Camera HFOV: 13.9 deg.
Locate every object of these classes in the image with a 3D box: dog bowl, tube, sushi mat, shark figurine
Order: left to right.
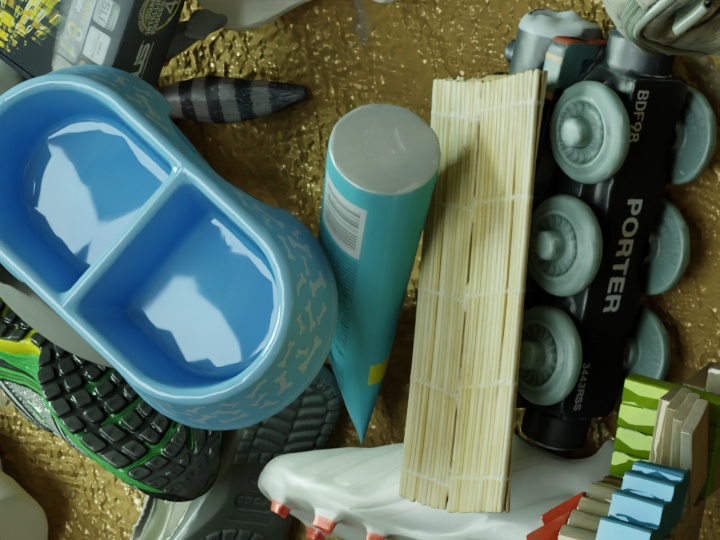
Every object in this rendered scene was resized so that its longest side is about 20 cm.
[{"bbox_3d":[-0.147,0.003,1.438,0.214,0.089,0.128,42,98,17],"label":"shark figurine"},{"bbox_3d":[-0.103,-0.013,1.361,0.200,0.050,0.111,43,95,12],"label":"dog bowl"},{"bbox_3d":[0.000,0.000,1.398,0.200,0.050,0.077,102,160,-56],"label":"tube"},{"bbox_3d":[0.050,0.010,1.336,0.096,0.012,0.200,5,90,61],"label":"sushi mat"}]

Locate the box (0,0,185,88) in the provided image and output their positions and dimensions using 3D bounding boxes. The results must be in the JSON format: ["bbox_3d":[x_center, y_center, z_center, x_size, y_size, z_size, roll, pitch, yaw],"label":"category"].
[{"bbox_3d":[-0.141,-0.195,1.419,0.161,0.049,0.200,35,119,25],"label":"box"}]

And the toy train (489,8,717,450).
[{"bbox_3d":[0.091,-0.021,1.356,0.114,0.085,0.200,26,111,45],"label":"toy train"}]

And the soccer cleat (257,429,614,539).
[{"bbox_3d":[0.041,0.105,1.418,0.200,0.069,0.078,7,68,35],"label":"soccer cleat"}]

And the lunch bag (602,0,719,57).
[{"bbox_3d":[0.136,-0.191,1.238,0.139,0.168,0.200,-37,71,36],"label":"lunch bag"}]

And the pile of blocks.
[{"bbox_3d":[0.112,0.097,1.278,0.062,0.200,0.082,14,131,20],"label":"pile of blocks"}]

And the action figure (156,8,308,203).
[{"bbox_3d":[-0.119,-0.055,1.539,0.193,0.105,0.200,5,124,46],"label":"action figure"}]

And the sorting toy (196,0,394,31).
[{"bbox_3d":[-0.042,-0.211,1.438,0.200,0.107,0.180,-6,99,40],"label":"sorting toy"}]

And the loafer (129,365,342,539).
[{"bbox_3d":[-0.075,0.118,1.523,0.200,0.075,0.070,-59,37,18],"label":"loafer"}]

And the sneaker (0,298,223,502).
[{"bbox_3d":[-0.132,0.057,1.511,0.200,0.078,0.085,40,159,40],"label":"sneaker"}]

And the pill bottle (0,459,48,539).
[{"bbox_3d":[-0.272,0.110,1.650,0.200,0.114,0.114,38,118,30],"label":"pill bottle"}]
